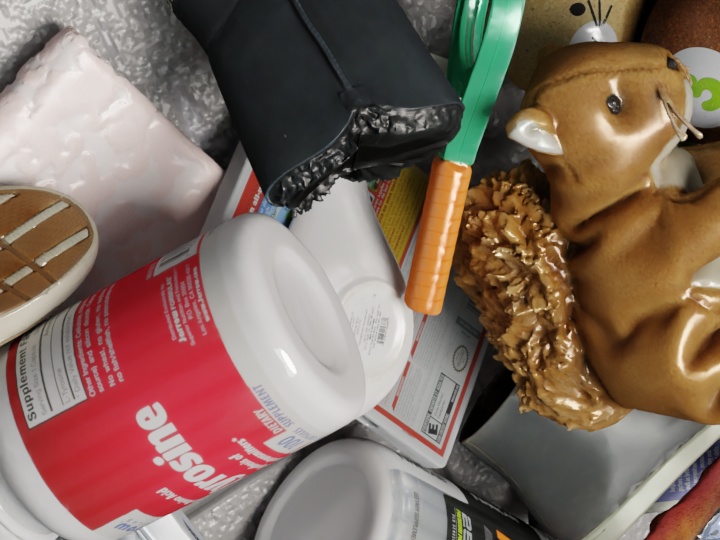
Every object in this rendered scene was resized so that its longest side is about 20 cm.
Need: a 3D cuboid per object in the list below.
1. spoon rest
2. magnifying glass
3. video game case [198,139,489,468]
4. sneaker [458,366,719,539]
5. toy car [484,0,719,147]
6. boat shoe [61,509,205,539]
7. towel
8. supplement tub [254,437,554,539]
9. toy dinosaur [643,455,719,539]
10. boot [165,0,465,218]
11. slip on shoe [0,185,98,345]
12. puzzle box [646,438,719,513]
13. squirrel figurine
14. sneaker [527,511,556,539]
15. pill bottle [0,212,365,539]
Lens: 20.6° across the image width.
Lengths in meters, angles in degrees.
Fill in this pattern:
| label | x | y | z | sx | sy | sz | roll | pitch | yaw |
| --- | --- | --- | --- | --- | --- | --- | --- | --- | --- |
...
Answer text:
| label | x | y | z | sx | sy | sz | roll | pitch | yaw |
| --- | --- | --- | --- | --- | --- | --- | --- | --- | --- |
| spoon rest | -0.001 | -0.018 | 1.035 | 0.099 | 0.061 | 0.201 | 15 | 89 | -40 |
| magnifying glass | 0.052 | -0.076 | 0.990 | 0.022 | 0.080 | 0.201 | 11 | 104 | -11 |
| video game case | 0.000 | 0.000 | 1.075 | 0.200 | 0.017 | 0.143 | 38 | 62 | -34 |
| sneaker | 0.153 | 0.055 | 1.108 | 0.106 | 0.075 | 0.200 | 41 | 87 | -10 |
| toy car | 0.125 | -0.128 | 1.060 | 0.199 | 0.158 | 0.165 | -2 | 124 | -14 |
| boat shoe | -0.099 | 0.184 | 1.058 | 0.068 | 0.072 | 0.200 | -35 | 110 | -4 |
| towel | -0.153 | 0.005 | 1.023 | 0.200 | 0.032 | 0.191 | -49 | 124 | -2 |
| supplement tub | 0.045 | 0.187 | 1.148 | 0.200 | 0.123 | 0.123 | 31 | 93 | -34 |
| toy dinosaur | 0.190 | 0.135 | 1.111 | 0.181 | 0.105 | 0.201 | -12 | 99 | -14 |
| boot | 0.008 | -0.134 | 0.972 | 0.200 | 0.168 | 0.076 | -29 | 163 | -10 |
| slip on shoe | -0.216 | 0.029 | 0.950 | 0.200 | 0.076 | 0.061 | -36 | 162 | -19 |
| puzzle box | 0.166 | 0.043 | 1.161 | 0.133 | 0.025 | 0.201 | -5 | 95 | -11 |
| squirrel figurine | 0.121 | -0.019 | 1.005 | 0.200 | 0.142 | 0.187 | -24 | 115 | 33 |
| sneaker | 0.170 | 0.080 | 1.220 | 0.200 | 0.074 | 0.088 | -37 | 93 | -6 |
| pill bottle | -0.107 | 0.063 | 0.955 | 0.200 | 0.112 | 0.112 | -28 | 124 | 17 |
